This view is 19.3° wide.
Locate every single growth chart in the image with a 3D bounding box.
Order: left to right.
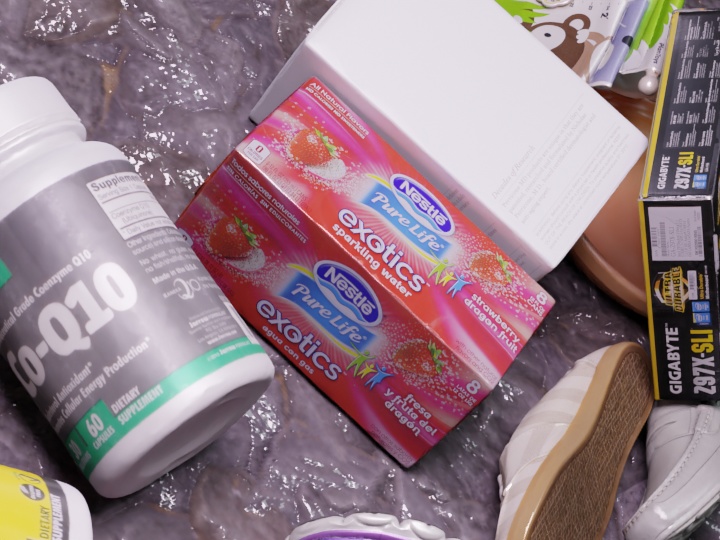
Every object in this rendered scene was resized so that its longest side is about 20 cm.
[{"bbox_3d":[0.117,-0.162,1.402,0.198,0.018,0.146,5,57,17],"label":"growth chart"}]

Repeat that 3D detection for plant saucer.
[{"bbox_3d":[0.197,-0.040,1.453,0.199,0.037,0.201,20,48,-24],"label":"plant saucer"}]

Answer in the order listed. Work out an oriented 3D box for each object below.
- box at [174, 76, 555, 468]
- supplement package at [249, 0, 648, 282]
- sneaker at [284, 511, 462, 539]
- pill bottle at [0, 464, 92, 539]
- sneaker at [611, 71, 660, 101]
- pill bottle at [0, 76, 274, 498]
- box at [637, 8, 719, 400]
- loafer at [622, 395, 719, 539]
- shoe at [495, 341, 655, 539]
[{"bbox_3d":[0.000,0.000,1.226,0.200,0.096,0.100,43,41,-1],"label":"box"},{"bbox_3d":[0.052,-0.088,1.299,0.200,0.117,0.117,41,63,-4],"label":"supplement package"},{"bbox_3d":[0.045,0.196,1.125,0.199,0.081,0.084,31,60,-7],"label":"sneaker"},{"bbox_3d":[-0.229,0.126,0.941,0.199,0.111,0.112,17,48,-25],"label":"pill bottle"},{"bbox_3d":[0.188,-0.194,1.495,0.080,0.084,0.200,9,29,-25],"label":"sneaker"},{"bbox_3d":[-0.143,0.007,1.100,0.113,0.113,0.201,-25,74,-46],"label":"pill bottle"},{"bbox_3d":[0.211,-0.043,1.323,0.049,0.161,0.201,0,40,16],"label":"box"},{"bbox_3d":[0.202,0.111,1.318,0.070,0.070,0.200,41,35,6],"label":"loafer"},{"bbox_3d":[0.119,0.118,1.264,0.200,0.053,0.070,-54,128,-44],"label":"shoe"}]
